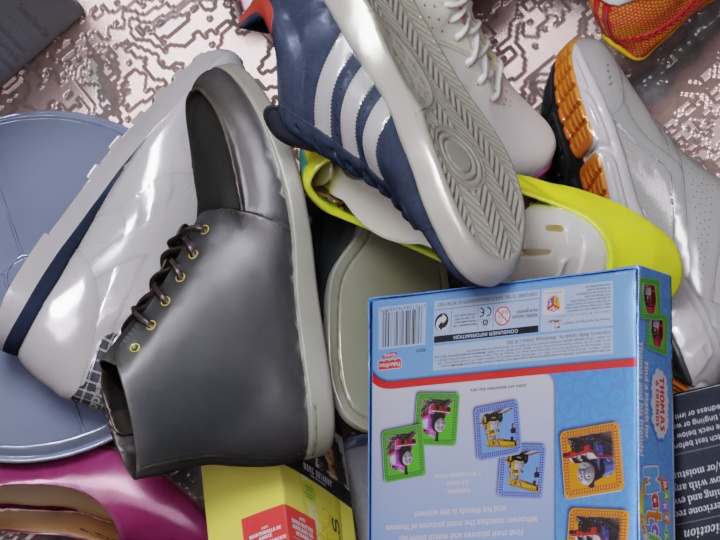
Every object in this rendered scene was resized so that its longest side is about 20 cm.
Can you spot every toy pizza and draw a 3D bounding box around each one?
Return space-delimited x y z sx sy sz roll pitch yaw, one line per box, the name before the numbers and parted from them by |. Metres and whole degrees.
toy pizza | -0.170 0.009 1.549 0.199 0.032 0.201 -2 65 4

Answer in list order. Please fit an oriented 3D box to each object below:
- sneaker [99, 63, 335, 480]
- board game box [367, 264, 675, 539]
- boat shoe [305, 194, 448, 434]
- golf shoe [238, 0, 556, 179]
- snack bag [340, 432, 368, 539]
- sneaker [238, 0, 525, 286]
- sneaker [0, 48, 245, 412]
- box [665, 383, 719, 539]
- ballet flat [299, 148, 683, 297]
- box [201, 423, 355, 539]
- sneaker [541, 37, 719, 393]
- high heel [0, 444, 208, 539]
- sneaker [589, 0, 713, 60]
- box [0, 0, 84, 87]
sneaker | -0.081 -0.001 1.443 0.106 0.075 0.201 -9 79 -18
board game box | 0.072 0.106 1.351 0.151 0.037 0.201 -7 77 35
boat shoe | -0.002 -0.001 1.510 0.074 0.066 0.200 18 59 -31
golf shoe | 0.034 -0.114 1.482 0.200 0.076 0.091 33 124 -25
snack bag | 0.042 0.165 1.456 0.021 0.188 0.201 -8 81 -24
sneaker | 0.006 -0.064 1.392 0.084 0.075 0.201 -39 62 26
sneaker | -0.107 -0.022 1.510 0.080 0.076 0.200 32 75 3
box | 0.193 0.156 1.417 0.123 0.200 0.198 -14 82 34
ballet flat | 0.060 -0.019 1.446 0.199 0.067 0.067 23 110 3
box | -0.036 0.156 1.473 0.050 0.075 0.201 -22 55 23
sneaker | 0.162 -0.032 1.529 0.092 0.076 0.201 -18 79 -18
high heel | -0.172 0.132 1.521 0.199 0.068 0.096 17 54 19
sneaker | 0.191 -0.190 1.544 0.200 0.077 0.073 -38 61 -15
box | -0.261 -0.122 1.528 0.200 0.152 0.106 -42 81 -1
